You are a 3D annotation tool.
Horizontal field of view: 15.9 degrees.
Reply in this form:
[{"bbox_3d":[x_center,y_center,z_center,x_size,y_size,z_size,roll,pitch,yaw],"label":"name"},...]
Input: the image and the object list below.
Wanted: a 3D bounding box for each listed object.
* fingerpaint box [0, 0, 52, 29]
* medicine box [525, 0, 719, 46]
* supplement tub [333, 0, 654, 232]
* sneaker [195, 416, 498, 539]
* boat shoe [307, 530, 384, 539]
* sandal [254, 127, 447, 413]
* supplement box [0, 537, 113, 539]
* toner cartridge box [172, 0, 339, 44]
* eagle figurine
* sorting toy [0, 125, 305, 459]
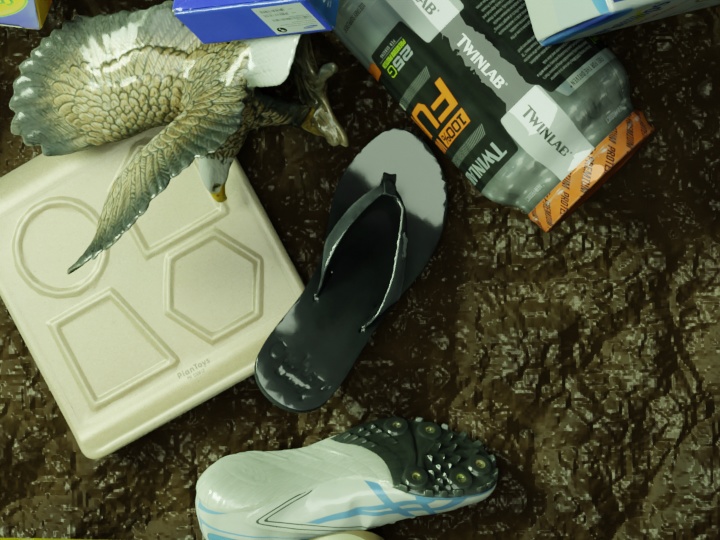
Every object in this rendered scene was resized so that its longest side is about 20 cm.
[{"bbox_3d":[-0.283,-0.245,1.657,0.198,0.074,0.168,7,49,9],"label":"fingerpaint box"},{"bbox_3d":[0.188,-0.252,1.564,0.199,0.103,0.184,-15,88,-22],"label":"medicine box"},{"bbox_3d":[0.085,-0.129,1.628,0.123,0.123,0.200,-44,85,7],"label":"supplement tub"},{"bbox_3d":[-0.008,0.146,1.683,0.198,0.072,0.073,-7,135,-1],"label":"sneaker"},{"bbox_3d":[-0.070,0.229,1.668,0.199,0.072,0.065,-18,54,14],"label":"boat shoe"},{"bbox_3d":[0.000,0.001,1.662,0.076,0.043,0.201,26,77,-1],"label":"sandal"},{"bbox_3d":[-0.204,0.232,1.648,0.199,0.109,0.110,-3,91,35],"label":"supplement box"},{"bbox_3d":[-0.051,-0.240,1.583,0.094,0.043,0.202,-2,66,25],"label":"toner cartridge box"},{"bbox_3d":[-0.113,-0.094,1.627,0.198,0.152,0.152,-14,102,-13],"label":"eagle figurine"},{"bbox_3d":[-0.146,-0.002,1.711,0.184,0.036,0.201,-29,82,7],"label":"sorting toy"}]
